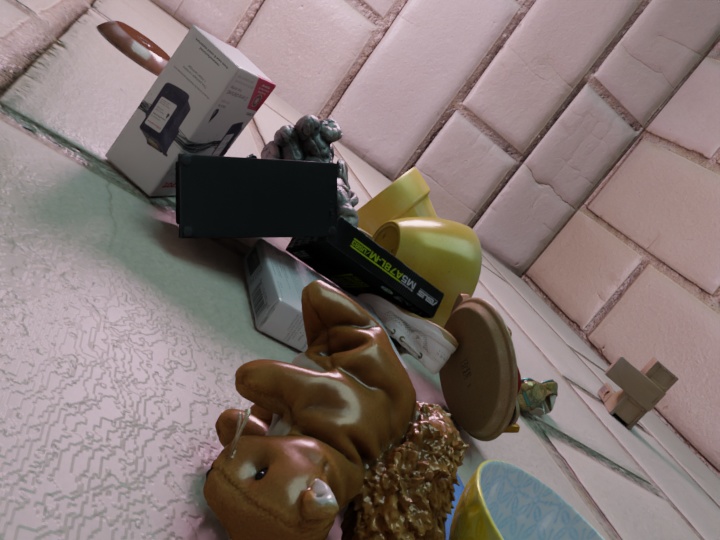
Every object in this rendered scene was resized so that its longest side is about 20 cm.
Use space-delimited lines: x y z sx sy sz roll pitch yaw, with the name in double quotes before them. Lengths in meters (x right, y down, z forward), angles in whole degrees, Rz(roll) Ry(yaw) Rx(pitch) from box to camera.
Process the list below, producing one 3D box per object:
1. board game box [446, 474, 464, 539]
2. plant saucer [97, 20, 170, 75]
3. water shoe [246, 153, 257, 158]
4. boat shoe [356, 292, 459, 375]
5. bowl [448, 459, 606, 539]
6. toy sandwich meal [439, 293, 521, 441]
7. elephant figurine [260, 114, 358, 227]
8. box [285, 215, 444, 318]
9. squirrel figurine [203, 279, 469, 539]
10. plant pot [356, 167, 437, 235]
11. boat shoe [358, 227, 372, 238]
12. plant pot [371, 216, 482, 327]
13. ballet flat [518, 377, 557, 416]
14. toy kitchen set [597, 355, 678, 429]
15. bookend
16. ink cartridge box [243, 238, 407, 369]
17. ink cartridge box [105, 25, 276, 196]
"board game box" 0.033 0.185 0.611 0.157 0.039 0.201 28 24 -43
"plant saucer" -0.505 -0.514 1.468 0.199 0.037 0.201 36 13 -10
"water shoe" -0.131 -0.126 1.104 0.199 0.079 0.072 28 16 -40
"boat shoe" 0.047 0.089 0.903 0.071 0.070 0.199 40 -11 -38
"bowl" 0.132 0.257 0.482 0.199 0.108 0.200 37 14 -10
"toy sandwich meal" 0.169 0.128 0.861 0.069 0.208 0.206 0 29 -21
"elephant figurine" -0.063 -0.123 0.988 0.154 0.141 0.202 -12 72 -58
"box" 0.000 0.000 0.942 0.192 0.048 0.199 33 -14 -19
"squirrel figurine" -0.011 0.137 0.439 0.198 0.143 0.187 34 20 -3
"plant pot" 0.092 -0.089 1.394 0.190 0.199 0.201 54 12 -5
"boat shoe" 0.013 -0.027 1.203 0.200 0.075 0.069 42 6 -41
"plant pot" 0.092 -0.012 1.104 0.140 0.202 0.201 23 19 -30
"ballet flat" 0.342 0.246 1.224 0.071 0.071 0.199 46 14 29
"toy kitchen set" 0.783 0.315 1.883 0.163 0.201 0.180 39 13 2
"bookend" -0.158 -0.091 0.822 0.197 0.094 0.198 -2 5 -30
"ink cartridge box" -0.049 0.056 0.798 0.199 0.057 0.163 37 12 -30
"ink cartridge box" -0.219 -0.200 0.840 0.084 0.201 0.145 41 13 3
